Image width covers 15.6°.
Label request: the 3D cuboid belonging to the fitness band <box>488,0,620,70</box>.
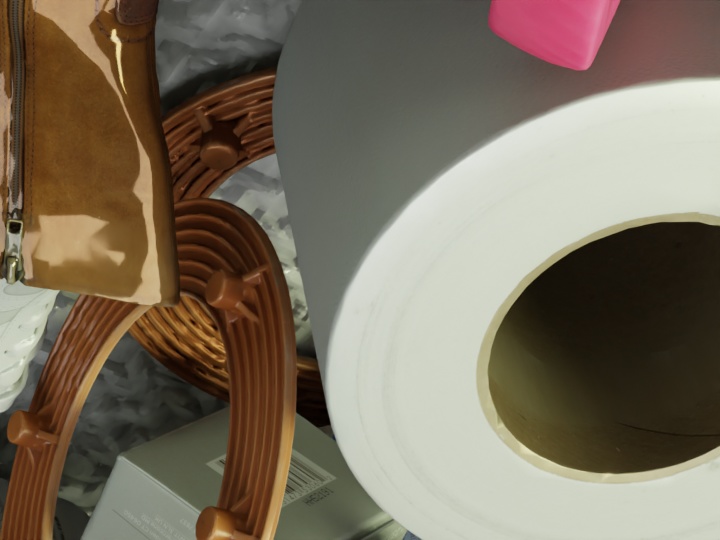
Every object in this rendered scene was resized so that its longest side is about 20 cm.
[{"bbox_3d":[0.083,-0.137,0.704,0.037,0.200,0.144,23,128,5],"label":"fitness band"}]

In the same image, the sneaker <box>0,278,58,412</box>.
[{"bbox_3d":[-0.140,0.004,0.958,0.200,0.077,0.081,-26,121,40],"label":"sneaker"}]

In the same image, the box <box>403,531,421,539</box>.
[{"bbox_3d":[0.065,0.146,1.085,0.199,0.098,0.124,-23,132,23],"label":"box"}]

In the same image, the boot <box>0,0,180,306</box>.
[{"bbox_3d":[-0.064,-0.077,0.815,0.187,0.069,0.201,3,113,1],"label":"boot"}]

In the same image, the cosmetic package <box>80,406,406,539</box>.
[{"bbox_3d":[-0.071,0.155,0.995,0.090,0.107,0.201,32,116,19],"label":"cosmetic package"}]

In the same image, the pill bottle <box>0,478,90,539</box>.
[{"bbox_3d":[-0.205,0.121,1.036,0.114,0.115,0.200,-32,141,33],"label":"pill bottle"}]

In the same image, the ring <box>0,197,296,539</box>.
[{"bbox_3d":[-0.081,0.070,0.897,0.019,0.201,0.200,17,137,-31],"label":"ring"}]

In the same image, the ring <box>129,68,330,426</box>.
[{"bbox_3d":[0.000,0.000,0.980,0.200,0.019,0.201,2,138,2],"label":"ring"}]

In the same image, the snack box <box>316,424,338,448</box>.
[{"bbox_3d":[0.000,0.082,1.041,0.199,0.024,0.072,-15,155,31],"label":"snack box"}]

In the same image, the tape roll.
[{"bbox_3d":[0.077,-0.019,0.846,0.202,0.139,0.203,-5,130,-6],"label":"tape roll"}]
